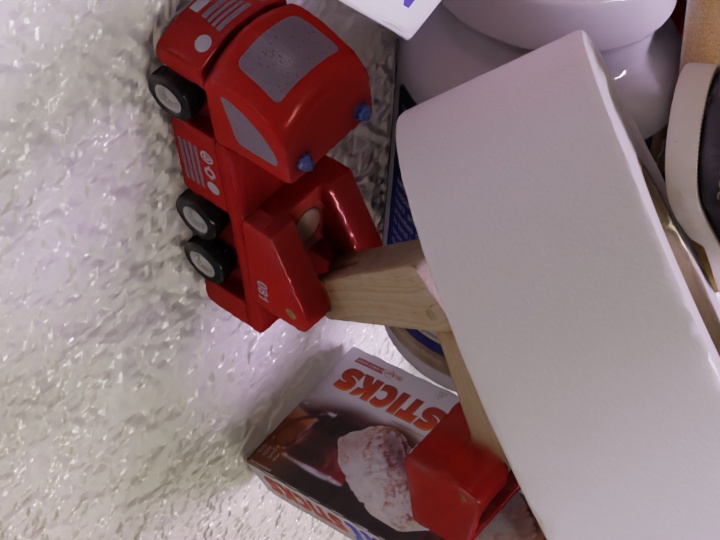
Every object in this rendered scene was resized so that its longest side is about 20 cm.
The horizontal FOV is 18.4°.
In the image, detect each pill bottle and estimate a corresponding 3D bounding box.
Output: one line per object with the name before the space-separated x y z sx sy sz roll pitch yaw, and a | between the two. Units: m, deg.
pill bottle | 0.068 -0.053 0.888 0.116 0.115 0.201 -37 146 -35

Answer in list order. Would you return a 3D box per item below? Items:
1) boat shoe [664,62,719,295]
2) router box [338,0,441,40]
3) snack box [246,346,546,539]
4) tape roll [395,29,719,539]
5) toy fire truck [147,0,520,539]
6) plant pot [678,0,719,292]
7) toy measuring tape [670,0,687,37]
boat shoe | 0.161 -0.024 0.806 0.200 0.062 0.073 31 66 -65
router box | -0.005 -0.179 0.599 0.200 0.049 0.180 24 112 -43
snack box | 0.037 0.090 0.896 0.072 0.200 0.024 -45 127 -18
tape roll | 0.084 0.024 0.748 0.071 0.203 0.202 -25 154 10
toy fire truck | 0.000 0.000 0.800 0.049 0.141 0.200 -43 149 -26
plant pot | 0.163 -0.087 0.917 0.200 0.027 0.201 6 90 -72
toy measuring tape | 0.112 -0.093 0.964 0.073 0.073 0.201 -33 144 -39
